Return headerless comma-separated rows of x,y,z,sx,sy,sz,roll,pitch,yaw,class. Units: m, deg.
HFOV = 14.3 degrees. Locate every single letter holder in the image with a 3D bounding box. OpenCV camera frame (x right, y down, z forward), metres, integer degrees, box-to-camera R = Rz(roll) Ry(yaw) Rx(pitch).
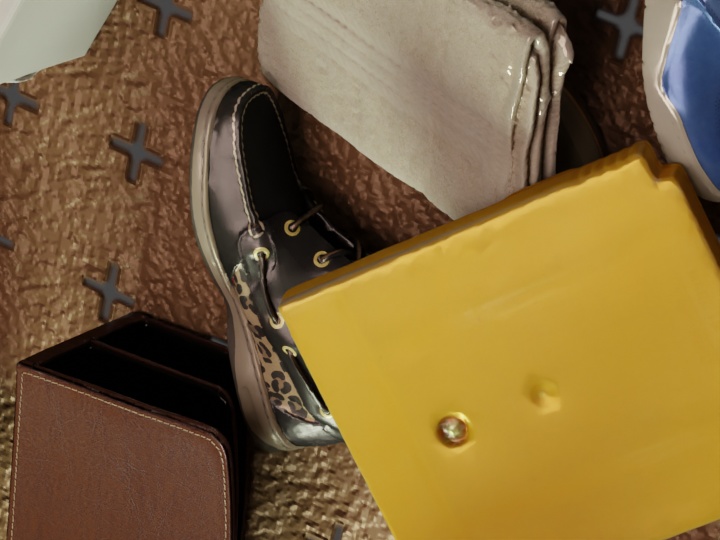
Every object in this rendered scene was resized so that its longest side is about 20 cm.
-0.102,0.145,1.509,0.142,0.100,0.201,18,114,29,letter holder

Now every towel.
0.022,-0.107,1.357,0.200,0.034,0.133,38,140,34,towel

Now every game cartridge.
0.087,0.052,1.325,0.200,0.032,0.177,-22,103,18,game cartridge

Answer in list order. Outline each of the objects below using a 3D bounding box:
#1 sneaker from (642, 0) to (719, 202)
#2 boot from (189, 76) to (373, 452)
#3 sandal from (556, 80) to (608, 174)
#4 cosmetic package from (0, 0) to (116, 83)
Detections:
0.189,-0.125,1.264,0.111,0.077,0.201,8,103,39,sneaker
0.000,0.000,1.422,0.150,0.073,0.201,2,110,32,boot
0.106,-0.004,1.367,0.080,0.054,0.200,-30,88,34,sandal
-0.151,-0.191,1.432,0.081,0.113,0.200,44,120,12,cosmetic package
